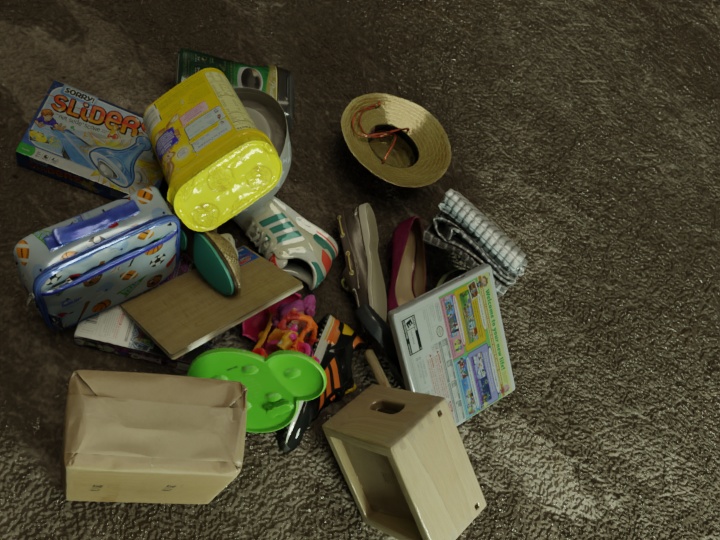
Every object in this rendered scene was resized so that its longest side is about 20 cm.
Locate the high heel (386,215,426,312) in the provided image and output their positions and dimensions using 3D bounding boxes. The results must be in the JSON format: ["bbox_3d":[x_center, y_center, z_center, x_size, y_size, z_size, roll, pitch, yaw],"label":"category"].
[{"bbox_3d":[0.080,0.021,1.058,0.065,0.096,0.206,-3,67,-24],"label":"high heel"}]

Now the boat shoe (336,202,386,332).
[{"bbox_3d":[0.000,0.000,1.057,0.058,0.072,0.207,-10,79,17],"label":"boat shoe"}]

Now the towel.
[{"bbox_3d":[0.184,-0.040,1.085,0.165,0.086,0.200,43,12,7],"label":"towel"}]

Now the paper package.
[{"bbox_3d":[-0.240,0.196,0.776,0.185,0.200,0.107,8,62,-19],"label":"paper package"}]

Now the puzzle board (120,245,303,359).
[{"bbox_3d":[-0.194,0.036,0.892,0.197,0.018,0.149,-29,38,-32],"label":"puzzle board"}]

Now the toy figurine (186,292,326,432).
[{"bbox_3d":[-0.113,0.087,0.905,0.151,0.196,0.187,52,32,-28],"label":"toy figurine"}]

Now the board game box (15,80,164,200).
[{"bbox_3d":[-0.379,-0.181,0.999,0.195,0.035,0.139,20,60,-13],"label":"board game box"}]

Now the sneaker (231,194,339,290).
[{"bbox_3d":[-0.129,-0.045,1.017,0.196,0.070,0.095,31,52,-9],"label":"sneaker"}]

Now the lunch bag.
[{"bbox_3d":[-0.316,-0.014,0.828,0.197,0.161,0.076,-31,75,-29],"label":"lunch bag"}]

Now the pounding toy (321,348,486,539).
[{"bbox_3d":[0.051,0.226,0.896,0.141,0.198,0.189,-32,106,-31],"label":"pounding toy"}]

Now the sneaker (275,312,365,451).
[{"bbox_3d":[-0.049,0.164,0.951,0.088,0.070,0.204,28,60,-15],"label":"sneaker"}]

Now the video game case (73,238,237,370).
[{"bbox_3d":[-0.276,0.025,0.941,0.176,0.036,0.205,15,61,-15],"label":"video game case"}]

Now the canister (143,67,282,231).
[{"bbox_3d":[-0.203,-0.168,0.905,0.146,0.087,0.202,-33,51,-1],"label":"canister"}]

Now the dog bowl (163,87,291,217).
[{"bbox_3d":[-0.189,-0.169,0.998,0.193,0.059,0.206,-6,64,13],"label":"dog bowl"}]

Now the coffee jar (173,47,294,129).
[{"bbox_3d":[-0.201,-0.283,1.094,0.194,0.085,0.108,6,68,-19],"label":"coffee jar"}]

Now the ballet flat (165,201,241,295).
[{"bbox_3d":[-0.208,-0.040,0.912,0.199,0.072,0.065,38,42,26],"label":"ballet flat"}]

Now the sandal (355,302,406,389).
[{"bbox_3d":[0.055,0.131,1.002,0.043,0.076,0.201,-40,105,5],"label":"sandal"}]

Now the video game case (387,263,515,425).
[{"bbox_3d":[0.135,0.118,0.974,0.178,0.022,0.206,-24,108,-26],"label":"video game case"}]

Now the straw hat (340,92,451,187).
[{"bbox_3d":[0.050,-0.200,1.161,0.195,0.086,0.206,9,58,-14],"label":"straw hat"}]

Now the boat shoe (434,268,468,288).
[{"bbox_3d":[0.142,0.055,1.056,0.200,0.064,0.074,-35,115,-50],"label":"boat shoe"}]
